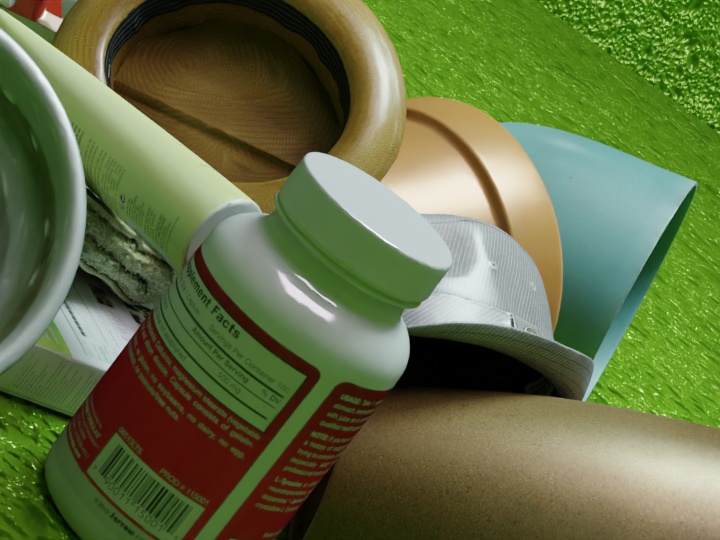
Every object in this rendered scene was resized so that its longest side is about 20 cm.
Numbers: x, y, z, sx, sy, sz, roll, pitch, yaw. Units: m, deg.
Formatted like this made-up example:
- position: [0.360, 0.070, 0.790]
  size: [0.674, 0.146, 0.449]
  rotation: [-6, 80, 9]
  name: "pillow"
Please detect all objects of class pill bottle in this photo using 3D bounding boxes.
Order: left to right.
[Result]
- position: [-0.050, 0.048, 1.177]
  size: [0.112, 0.200, 0.112]
  rotation: [35, 15, -11]
  name: "pill bottle"

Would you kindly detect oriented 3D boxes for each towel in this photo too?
- position: [-0.179, -0.055, 1.299]
  size: [0.148, 0.037, 0.200]
  rotation: [43, 2, 26]
  name: "towel"

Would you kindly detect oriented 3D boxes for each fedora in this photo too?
- position: [-0.074, -0.086, 1.382]
  size: [0.201, 0.201, 0.082]
  rotation: [43, -21, 18]
  name: "fedora"
- position: [0.030, 0.025, 1.333]
  size: [0.200, 0.177, 0.091]
  rotation: [18, 62, -36]
  name: "fedora"

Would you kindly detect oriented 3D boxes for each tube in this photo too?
- position: [-0.128, -0.066, 1.274]
  size: [0.052, 0.058, 0.200]
  rotation: [2, 29, -49]
  name: "tube"

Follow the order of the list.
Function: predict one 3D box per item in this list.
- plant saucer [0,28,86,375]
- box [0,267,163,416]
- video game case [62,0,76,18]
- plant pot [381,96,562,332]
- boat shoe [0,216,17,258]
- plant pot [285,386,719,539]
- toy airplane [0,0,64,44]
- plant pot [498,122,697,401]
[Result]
- position: [-0.224, -0.031, 1.131]
  size: [0.200, 0.200, 0.050]
  rotation: [34, -22, -13]
  name: "plant saucer"
- position: [-0.143, 0.032, 1.332]
  size: [0.200, 0.036, 0.144]
  rotation: [26, 19, -41]
  name: "box"
- position: [-0.150, -0.171, 1.770]
  size: [0.200, 0.023, 0.182]
  rotation: [14, 6, 24]
  name: "video game case"
- position: [0.000, 0.000, 1.484]
  size: [0.140, 0.200, 0.200]
  rotation: [-7, 45, -47]
  name: "plant pot"
- position: [-0.232, -0.030, 1.237]
  size: [0.200, 0.071, 0.072]
  rotation: [35, -10, 45]
  name: "boat shoe"
- position: [0.071, 0.135, 1.284]
  size: [0.200, 0.187, 0.186]
  rotation: [22, 18, -8]
  name: "plant pot"
- position: [-0.209, -0.132, 1.457]
  size: [0.200, 0.141, 0.199]
  rotation: [13, -22, 39]
  name: "toy airplane"
- position: [0.117, -0.010, 1.760]
  size: [0.161, 0.201, 0.201]
  rotation: [28, 14, 9]
  name: "plant pot"
